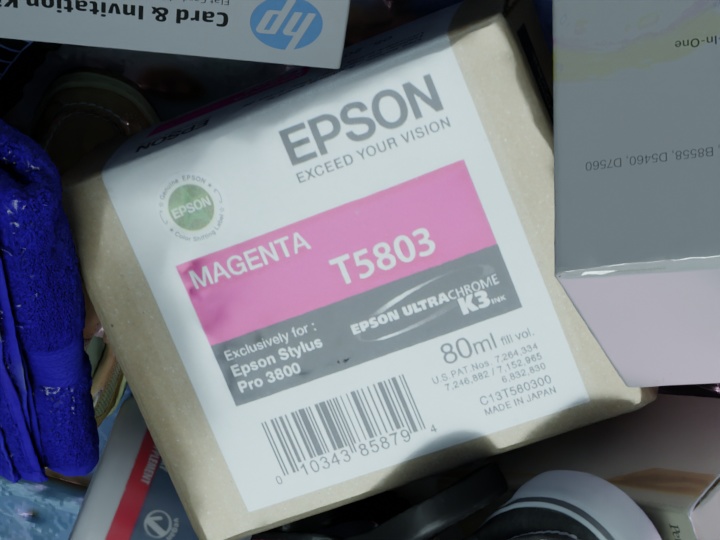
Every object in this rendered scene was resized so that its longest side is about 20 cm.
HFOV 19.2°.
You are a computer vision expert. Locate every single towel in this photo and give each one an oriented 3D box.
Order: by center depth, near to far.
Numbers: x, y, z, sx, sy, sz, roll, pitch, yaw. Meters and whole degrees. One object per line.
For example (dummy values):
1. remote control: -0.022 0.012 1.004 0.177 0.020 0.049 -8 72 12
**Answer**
1. towel: -0.175 -0.001 0.862 0.147 0.050 0.200 31 148 20

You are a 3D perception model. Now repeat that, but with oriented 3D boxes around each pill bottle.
1. pill bottle: -0.040 0.148 1.017 0.199 0.120 0.120 21 132 -6

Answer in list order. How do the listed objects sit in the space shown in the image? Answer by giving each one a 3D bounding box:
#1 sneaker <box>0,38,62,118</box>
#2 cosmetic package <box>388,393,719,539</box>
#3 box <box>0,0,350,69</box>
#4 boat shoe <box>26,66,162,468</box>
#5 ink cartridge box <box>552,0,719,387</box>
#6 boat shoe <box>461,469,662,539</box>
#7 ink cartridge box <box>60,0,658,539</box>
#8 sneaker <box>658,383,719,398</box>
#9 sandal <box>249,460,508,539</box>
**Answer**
1. sneaker: -0.148 -0.101 0.863 0.078 0.070 0.201 19 132 4
2. cosmetic package: 0.100 0.108 0.870 0.200 0.071 0.105 -1 122 53
3. box: -0.073 -0.159 0.729 0.155 0.041 0.200 5 141 -4
4. boat shoe: -0.125 0.008 0.944 0.071 0.076 0.201 13 129 7
5. ink cartridge box: 0.137 -0.051 0.723 0.125 0.201 0.129 -5 158 18
6. boat shoe: 0.051 0.134 0.834 0.069 0.057 0.200 51 149 1
7. ink cartridge box: 0.000 0.000 0.849 0.199 0.075 0.165 -20 102 16
8. sneaker: 0.143 0.059 0.926 0.090 0.070 0.201 -11 125 26
9. sandal: -0.012 0.113 0.883 0.045 0.075 0.200 57 137 7
